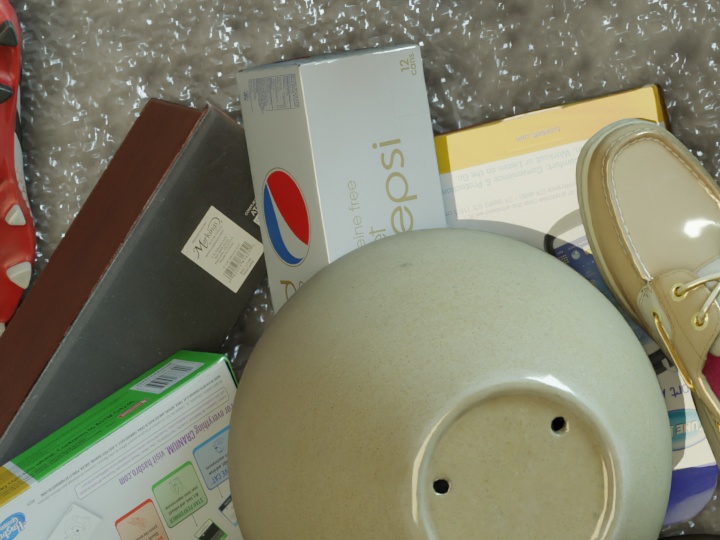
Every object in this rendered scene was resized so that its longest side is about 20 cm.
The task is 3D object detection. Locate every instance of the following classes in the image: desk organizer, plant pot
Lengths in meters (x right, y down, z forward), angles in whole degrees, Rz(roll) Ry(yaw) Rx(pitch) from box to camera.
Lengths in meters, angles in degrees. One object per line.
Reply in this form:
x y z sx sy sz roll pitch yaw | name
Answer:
-0.112 0.020 1.344 0.072 0.077 0.201 35 82 -26 | desk organizer
0.052 0.085 1.220 0.199 0.134 0.202 -1 94 -12 | plant pot

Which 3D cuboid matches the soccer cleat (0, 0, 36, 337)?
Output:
-0.194 -0.052 1.366 0.068 0.085 0.201 -5 117 -17 | soccer cleat

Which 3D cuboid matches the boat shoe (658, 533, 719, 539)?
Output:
0.098 0.170 1.325 0.199 0.057 0.067 -13 91 11 | boat shoe

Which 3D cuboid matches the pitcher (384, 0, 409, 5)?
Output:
0.054 -0.243 1.291 0.171 0.121 0.201 -22 94 -17 | pitcher

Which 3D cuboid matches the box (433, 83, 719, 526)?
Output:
0.104 0.023 1.326 0.118 0.041 0.201 -12 93 11 | box

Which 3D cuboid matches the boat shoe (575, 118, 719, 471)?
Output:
0.166 0.020 1.264 0.074 0.069 0.201 -33 97 -14 | boat shoe

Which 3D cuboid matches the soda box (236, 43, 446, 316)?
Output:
0.000 0.000 1.312 0.068 0.064 0.201 -12 97 -29 | soda box

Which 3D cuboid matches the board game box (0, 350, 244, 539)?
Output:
-0.091 0.161 1.294 0.153 0.040 0.201 -32 111 -31 | board game box
